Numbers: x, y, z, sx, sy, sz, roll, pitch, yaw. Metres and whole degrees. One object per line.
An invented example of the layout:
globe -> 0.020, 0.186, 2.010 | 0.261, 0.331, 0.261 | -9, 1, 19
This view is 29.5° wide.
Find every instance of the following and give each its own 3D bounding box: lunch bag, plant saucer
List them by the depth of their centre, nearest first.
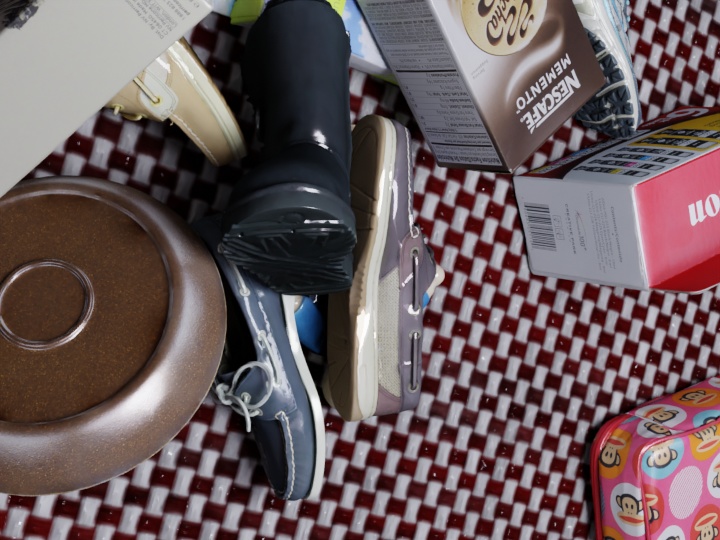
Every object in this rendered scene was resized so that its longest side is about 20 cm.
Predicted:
plant saucer -> -0.174, 0.025, 0.763 | 0.200, 0.199, 0.032 | -45, 159, -22
lunch bag -> 0.288, 0.195, 1.165 | 0.198, 0.081, 0.179 | -16, 105, -33

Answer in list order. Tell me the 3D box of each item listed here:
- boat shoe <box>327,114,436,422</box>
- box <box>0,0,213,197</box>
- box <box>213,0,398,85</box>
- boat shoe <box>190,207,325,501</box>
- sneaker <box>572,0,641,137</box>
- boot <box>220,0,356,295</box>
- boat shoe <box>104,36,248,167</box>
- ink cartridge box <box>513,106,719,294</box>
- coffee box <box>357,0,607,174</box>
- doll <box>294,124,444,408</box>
boat shoe -> 0.017, -0.001, 0.901 | 0.064, 0.072, 0.203 | -1, 100, -25
box -> -0.174, -0.117, 0.742 | 0.199, 0.083, 0.068 | -38, 120, 13
box -> -0.004, -0.204, 0.929 | 0.198, 0.047, 0.124 | 15, 87, -36
boat shoe -> -0.070, 0.059, 0.900 | 0.061, 0.074, 0.203 | -16, 104, -34
sneaker -> 0.181, -0.199, 1.044 | 0.086, 0.077, 0.202 | -40, 117, -28
boot -> -0.042, -0.085, 0.807 | 0.075, 0.200, 0.171 | -5, 78, 4
boat shoe -> -0.141, -0.132, 0.834 | 0.066, 0.074, 0.201 | -37, 125, 0
ink cartridge box -> 0.251, -0.059, 1.050 | 0.198, 0.175, 0.085 | -23, 109, -31
coffee box -> 0.070, -0.179, 0.908 | 0.113, 0.079, 0.201 | -43, 119, -25
doll -> 0.000, 0.000, 0.957 | 0.135, 0.048, 0.203 | 0, 96, -32
